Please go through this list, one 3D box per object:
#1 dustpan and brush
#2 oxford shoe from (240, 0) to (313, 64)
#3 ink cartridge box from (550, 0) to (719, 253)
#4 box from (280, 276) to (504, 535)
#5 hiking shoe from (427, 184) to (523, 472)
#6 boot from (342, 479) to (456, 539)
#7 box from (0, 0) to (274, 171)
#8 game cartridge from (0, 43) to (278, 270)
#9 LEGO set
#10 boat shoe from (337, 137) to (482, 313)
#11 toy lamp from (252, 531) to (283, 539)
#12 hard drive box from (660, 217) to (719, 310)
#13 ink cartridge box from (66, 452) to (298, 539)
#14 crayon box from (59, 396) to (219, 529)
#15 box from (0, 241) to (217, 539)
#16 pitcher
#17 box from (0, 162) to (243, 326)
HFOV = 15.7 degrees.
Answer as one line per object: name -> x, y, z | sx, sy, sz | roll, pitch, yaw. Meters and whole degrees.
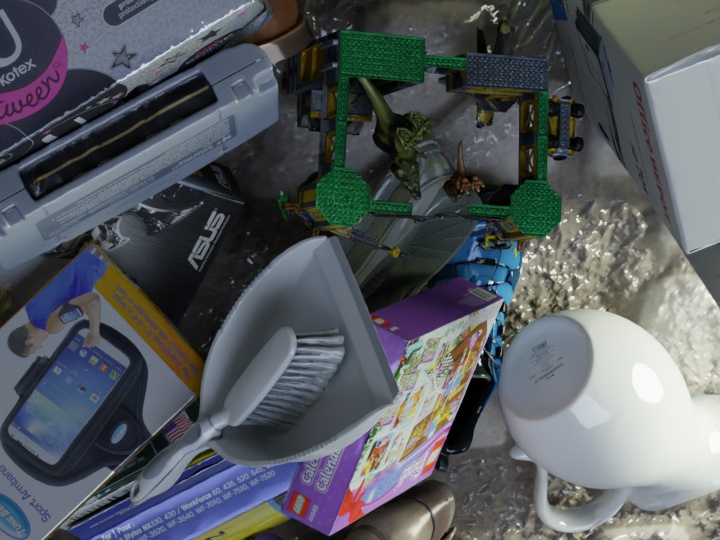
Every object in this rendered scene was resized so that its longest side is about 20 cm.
dustpan and brush -> -0.071, 0.085, 1.608 | 0.057, 0.140, 0.200 | 11, 133, -38
oxford shoe -> -0.134, -0.142, 1.631 | 0.200, 0.071, 0.071 | -24, 114, -11
ink cartridge box -> 0.193, -0.130, 1.657 | 0.086, 0.200, 0.147 | -21, 128, -3
box -> 0.023, 0.084, 1.687 | 0.039, 0.200, 0.137 | 26, 105, 15
hiking shoe -> 0.080, 0.037, 1.808 | 0.074, 0.087, 0.200 | 0, 124, -19
boot -> 0.004, 0.228, 1.925 | 0.146, 0.070, 0.200 | -38, 172, -22
box -> -0.170, -0.155, 1.537 | 0.200, 0.115, 0.132 | -31, 88, 5
game cartridge -> -0.142, -0.067, 1.584 | 0.200, 0.040, 0.133 | -29, 169, -6
LEGO set -> 0.031, -0.082, 1.678 | 0.200, 0.116, 0.154 | -5, 89, -21
boat shoe -> -0.001, -0.001, 1.779 | 0.074, 0.065, 0.202 | 11, 127, -47
toy lamp -> -0.132, 0.256, 1.889 | 0.200, 0.058, 0.058 | -34, 130, 29
hard drive box -> 0.281, -0.058, 1.738 | 0.156, 0.200, 0.077 | -40, 127, 10
ink cartridge box -> -0.088, 0.158, 1.792 | 0.197, 0.047, 0.200 | -27, 171, 1
crayon box -> -0.145, 0.131, 1.777 | 0.127, 0.051, 0.200 | -29, 168, 1
box -> -0.201, 0.092, 1.659 | 0.200, 0.041, 0.119 | -44, 89, -3
pitcher -> 0.167, 0.118, 1.886 | 0.172, 0.121, 0.200 | -37, 140, 19
box -> -0.191, 0.002, 1.717 | 0.158, 0.048, 0.200 | 17, 117, -29
